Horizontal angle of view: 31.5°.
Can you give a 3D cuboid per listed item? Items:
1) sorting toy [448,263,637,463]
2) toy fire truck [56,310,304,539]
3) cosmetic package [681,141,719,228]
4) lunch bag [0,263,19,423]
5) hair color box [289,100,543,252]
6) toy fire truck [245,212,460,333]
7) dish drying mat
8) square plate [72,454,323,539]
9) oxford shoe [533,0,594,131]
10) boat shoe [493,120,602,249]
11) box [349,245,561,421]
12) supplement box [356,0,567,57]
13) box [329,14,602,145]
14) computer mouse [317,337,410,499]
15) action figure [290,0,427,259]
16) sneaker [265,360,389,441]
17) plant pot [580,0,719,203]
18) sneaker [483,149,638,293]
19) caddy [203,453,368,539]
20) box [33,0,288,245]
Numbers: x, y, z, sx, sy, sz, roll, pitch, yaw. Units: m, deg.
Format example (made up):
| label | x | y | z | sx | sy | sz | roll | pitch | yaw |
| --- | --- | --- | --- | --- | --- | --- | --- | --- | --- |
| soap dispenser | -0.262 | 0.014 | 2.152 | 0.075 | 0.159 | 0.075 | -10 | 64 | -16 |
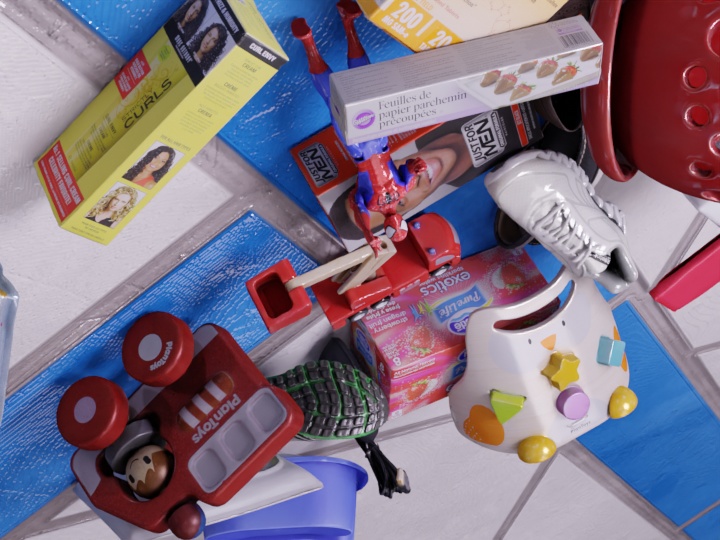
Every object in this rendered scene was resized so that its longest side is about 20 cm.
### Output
| label | x | y | z | sx | sy | sz | roll | pitch | yaw |
| --- | --- | --- | --- | --- | --- | --- | --- | --- | --- |
| sorting toy | 0.180 | 0.079 | 1.266 | 0.200 | 0.107 | 0.180 | -28 | 128 | -8 |
| toy fire truck | -0.164 | 0.147 | 1.145 | 0.200 | 0.168 | 0.112 | -45 | 146 | 3 |
| cosmetic package | 0.377 | -0.153 | 1.199 | 0.200 | 0.166 | 0.167 | -41 | 147 | 18 |
| lunch bag | -0.358 | 0.070 | 0.938 | 0.169 | 0.127 | 0.200 | -10 | 133 | -33 |
| hair color box | 0.050 | -0.108 | 1.088 | 0.200 | 0.061 | 0.102 | -30 | 148 | 0 |
| toy fire truck | 0.000 | 0.000 | 1.171 | 0.200 | 0.049 | 0.141 | -28 | 165 | -4 |
| dish drying mat | 0.358 | -0.032 | 1.178 | 0.200 | 0.018 | 0.077 | -40 | 148 | 17 |
| square plate | -0.166 | 0.206 | 1.263 | 0.198 | 0.200 | 0.029 | -12 | 102 | -26 |
| oxford shoe | 0.171 | -0.200 | 1.048 | 0.071 | 0.073 | 0.200 | -23 | 144 | -10 |
| boat shoe | 0.176 | -0.090 | 1.212 | 0.060 | 0.074 | 0.200 | -21 | 155 | -24 |
| box | 0.096 | 0.061 | 1.323 | 0.200 | 0.096 | 0.100 | -20 | 146 | -17 |
| supplement box | 0.101 | -0.241 | 0.920 | 0.200 | 0.074 | 0.126 | -44 | 135 | 20 |
| box | 0.077 | -0.139 | 0.929 | 0.200 | 0.041 | 0.039 | -16 | 137 | -11 |
| computer mouse | -0.002 | 0.167 | 1.344 | 0.046 | 0.141 | 0.200 | -28 | 148 | -12 |
| action figure | 0.009 | -0.094 | 0.973 | 0.065 | 0.099 | 0.200 | -23 | 124 | -5 |
| sneaker | -0.069 | 0.136 | 1.280 | 0.200 | 0.078 | 0.085 | 1 | 159 | 9 |
| plant pot | 0.281 | -0.150 | 1.022 | 0.182 | 0.201 | 0.200 | 5 | 158 | 25 |
| sneaker | 0.189 | -0.043 | 1.154 | 0.075 | 0.081 | 0.200 | -37 | 136 | 26 |
| caddy | -0.090 | 0.252 | 1.407 | 0.200 | 0.105 | 0.141 | -3 | 151 | -2 |
| box | -0.145 | -0.112 | 0.911 | 0.200 | 0.075 | 0.050 | -42 | 144 | 19 |
